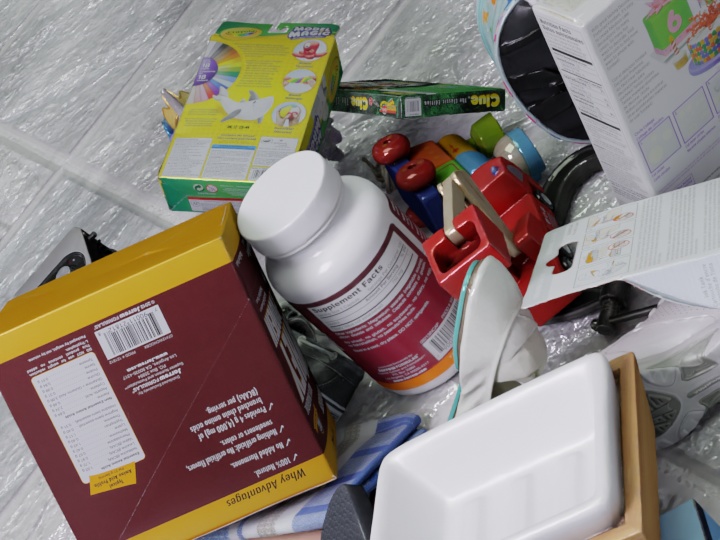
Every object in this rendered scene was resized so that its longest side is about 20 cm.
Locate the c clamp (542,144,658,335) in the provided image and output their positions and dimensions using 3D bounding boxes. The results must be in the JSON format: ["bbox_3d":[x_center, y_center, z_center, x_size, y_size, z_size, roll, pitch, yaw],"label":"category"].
[{"bbox_3d":[0.190,-0.028,1.345,0.171,0.027,0.200,-21,42,41],"label":"c clamp"}]

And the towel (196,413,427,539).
[{"bbox_3d":[-0.059,0.164,1.364,0.200,0.024,0.147,-13,18,40],"label":"towel"}]

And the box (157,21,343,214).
[{"bbox_3d":[-0.088,-0.134,1.483,0.117,0.048,0.200,4,53,15],"label":"box"}]

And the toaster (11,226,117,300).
[{"bbox_3d":[-0.199,0.085,1.525,0.119,0.200,0.181,-41,41,13],"label":"toaster"}]

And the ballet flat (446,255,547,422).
[{"bbox_3d":[0.098,0.071,1.217,0.069,0.200,0.069,2,44,-2],"label":"ballet flat"}]

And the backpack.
[{"bbox_3d":[0.193,-0.207,1.384,0.200,0.178,0.151,-38,33,9],"label":"backpack"}]

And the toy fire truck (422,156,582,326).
[{"bbox_3d":[0.099,-0.031,1.305,0.049,0.141,0.200,-40,33,20],"label":"toy fire truck"}]

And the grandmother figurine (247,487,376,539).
[{"bbox_3d":[-0.006,0.205,1.290,0.200,0.061,0.121,-17,52,41],"label":"grandmother figurine"}]

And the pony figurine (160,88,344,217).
[{"bbox_3d":[-0.085,-0.080,1.583,0.167,0.193,0.200,-49,52,2],"label":"pony figurine"}]

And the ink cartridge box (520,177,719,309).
[{"bbox_3d":[0.217,-0.010,1.177,0.200,0.050,0.162,-19,15,18],"label":"ink cartridge box"}]

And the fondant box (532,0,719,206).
[{"bbox_3d":[0.222,-0.149,1.247,0.144,0.200,0.058,-41,41,-13],"label":"fondant box"}]

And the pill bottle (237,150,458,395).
[{"bbox_3d":[0.000,0.000,1.363,0.113,0.200,0.113,-29,37,24],"label":"pill bottle"}]

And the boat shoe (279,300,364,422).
[{"bbox_3d":[-0.065,0.062,1.485,0.068,0.074,0.199,-54,34,-3],"label":"boat shoe"}]

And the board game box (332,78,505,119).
[{"bbox_3d":[0.029,-0.151,1.536,0.200,0.105,0.024,16,108,60],"label":"board game box"}]

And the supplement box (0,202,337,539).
[{"bbox_3d":[-0.146,0.087,1.324,0.197,0.200,0.133,-24,13,4],"label":"supplement box"}]

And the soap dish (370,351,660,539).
[{"bbox_3d":[0.102,0.155,1.125,0.200,0.081,0.157,-28,31,26],"label":"soap dish"}]

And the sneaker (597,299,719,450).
[{"bbox_3d":[0.215,0.055,1.195,0.200,0.078,0.099,-23,33,18],"label":"sneaker"}]

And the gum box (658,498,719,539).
[{"bbox_3d":[0.147,0.257,1.074,0.200,0.045,0.170,-32,36,19],"label":"gum box"}]

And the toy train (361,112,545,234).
[{"bbox_3d":[0.075,-0.098,1.506,0.116,0.085,0.200,-30,26,-3],"label":"toy train"}]

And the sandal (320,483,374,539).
[{"bbox_3d":[0.022,0.240,1.194,0.076,0.043,0.200,-54,49,46],"label":"sandal"}]
